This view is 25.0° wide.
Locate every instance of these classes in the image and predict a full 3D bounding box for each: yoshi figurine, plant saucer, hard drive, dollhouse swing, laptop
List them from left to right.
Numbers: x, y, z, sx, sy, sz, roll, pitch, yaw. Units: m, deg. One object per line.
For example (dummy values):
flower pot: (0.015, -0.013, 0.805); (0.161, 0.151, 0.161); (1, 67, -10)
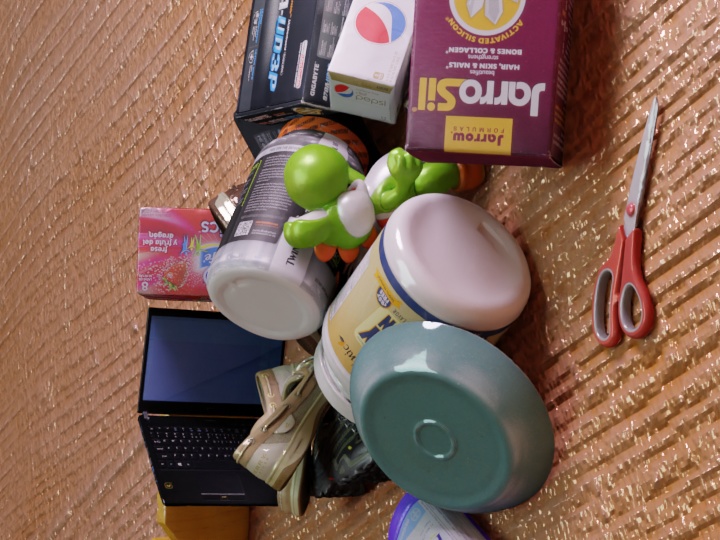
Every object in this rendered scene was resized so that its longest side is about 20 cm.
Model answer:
dollhouse swing: (-0.225, 0.229, 1.945); (0.174, 0.181, 0.203); (0, 87, 40)
laptop: (-0.146, 0.152, 1.789); (0.104, 0.175, 0.201); (-63, 36, 35)
hard drive: (-0.051, -0.127, 1.729); (0.199, 0.033, 0.141); (-7, 113, 59)
yoshi figurine: (0.010, -0.091, 1.502); (0.112, 0.198, 0.113); (52, 152, 25)
plant saucer: (0.071, 0.139, 1.413); (0.198, 0.036, 0.202); (17, 128, 22)

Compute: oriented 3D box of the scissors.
scissors: (0.216, -0.038, 1.327); (0.073, 0.014, 0.203); (-2, 86, 63)

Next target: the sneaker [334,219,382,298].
sneaker: (0.000, 0.000, 1.650); (0.112, 0.072, 0.203); (33, 116, 56)

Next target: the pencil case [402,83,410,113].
pencil case: (0.096, -0.233, 1.501); (0.089, 0.077, 0.203); (-53, -23, -77)

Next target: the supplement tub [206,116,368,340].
supplement tub: (-0.064, -0.045, 1.577); (0.122, 0.122, 0.202); (-38, 26, 53)

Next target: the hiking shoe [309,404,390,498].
hiking shoe: (-0.004, 0.166, 1.634); (0.200, 0.075, 0.102); (-34, 61, 56)

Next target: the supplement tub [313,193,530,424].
supplement tub: (0.051, 0.043, 1.482); (0.201, 0.143, 0.146); (-56, 41, 42)

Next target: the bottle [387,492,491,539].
bottle: (0.094, 0.276, 1.453); (0.200, 0.065, 0.084); (46, 124, 54)

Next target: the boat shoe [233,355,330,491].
boat shoe: (-0.068, 0.138, 1.662); (0.073, 0.063, 0.201); (-59, 3, 44)

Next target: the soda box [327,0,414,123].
soda box: (0.028, -0.243, 1.544); (0.064, 0.067, 0.202); (87, -161, -62)

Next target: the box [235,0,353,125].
box: (-0.061, -0.253, 1.634); (0.158, 0.046, 0.203); (1, 81, 61)

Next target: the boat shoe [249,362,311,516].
boat shoe: (-0.086, 0.181, 1.735); (0.201, 0.065, 0.075); (-93, 1, -52)

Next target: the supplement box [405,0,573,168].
supplement box: (0.112, -0.194, 1.388); (0.103, 0.129, 0.203); (5, -92, -78)

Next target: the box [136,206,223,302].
box: (-0.140, -0.014, 1.759); (0.100, 0.197, 0.097); (121, 151, -85)

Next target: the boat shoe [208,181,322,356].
boat shoe: (-0.076, -0.011, 1.660); (0.203, 0.074, 0.075); (55, 171, 15)
